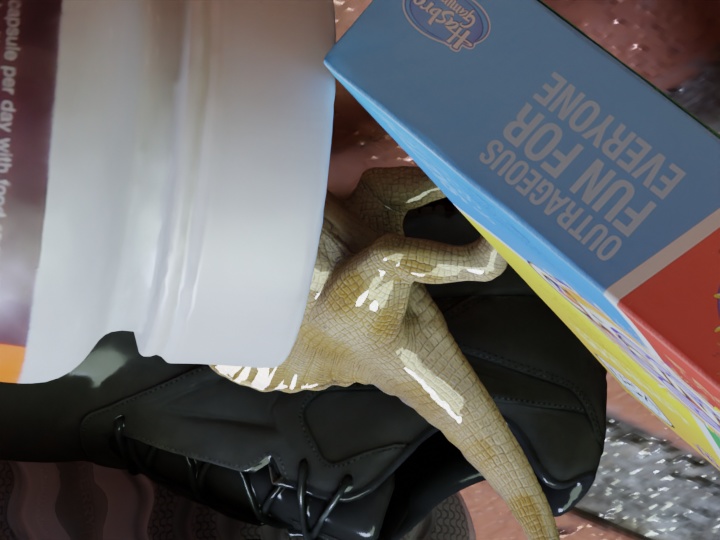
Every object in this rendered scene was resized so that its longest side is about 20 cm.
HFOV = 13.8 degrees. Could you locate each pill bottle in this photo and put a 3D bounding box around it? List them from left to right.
[{"bbox_3d":[-0.111,-0.035,0.672,0.199,0.115,0.114,6,146,-9],"label":"pill bottle"}]

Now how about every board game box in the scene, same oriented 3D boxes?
[{"bbox_3d":[0.090,0.019,0.679,0.040,0.153,0.200,-48,146,-1],"label":"board game box"}]

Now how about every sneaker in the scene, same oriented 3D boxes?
[{"bbox_3d":[-0.061,0.083,0.924,0.199,0.075,0.082,2,155,10],"label":"sneaker"},{"bbox_3d":[-0.026,0.037,0.828,0.199,0.091,0.076,-8,156,7],"label":"sneaker"}]

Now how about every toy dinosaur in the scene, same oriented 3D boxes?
[{"bbox_3d":[0.000,0.000,0.775,0.200,0.058,0.101,36,117,-7],"label":"toy dinosaur"}]

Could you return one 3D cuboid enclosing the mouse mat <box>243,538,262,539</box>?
[{"bbox_3d":[-0.112,0.141,0.865,0.160,0.008,0.200,-17,155,-22],"label":"mouse mat"}]
